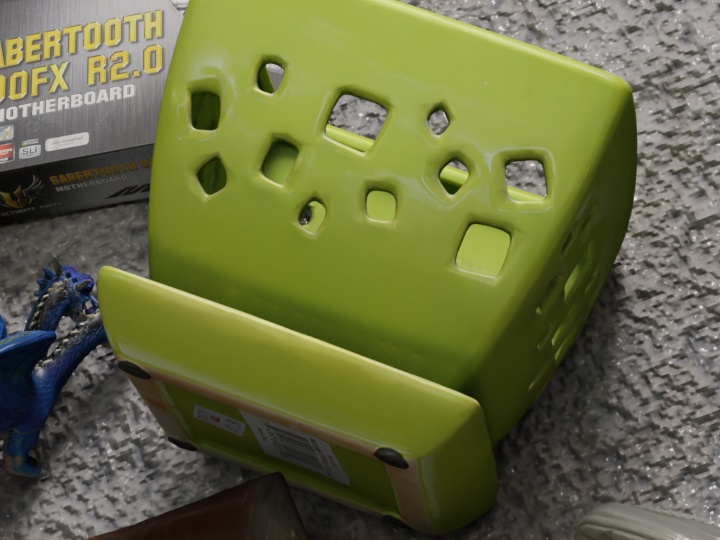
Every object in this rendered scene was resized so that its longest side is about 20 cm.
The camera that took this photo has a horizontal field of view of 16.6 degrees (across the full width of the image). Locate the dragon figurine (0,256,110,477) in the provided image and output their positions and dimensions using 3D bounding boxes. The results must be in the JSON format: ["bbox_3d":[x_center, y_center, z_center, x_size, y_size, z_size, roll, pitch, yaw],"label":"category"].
[{"bbox_3d":[-0.180,0.048,1.155,0.059,0.200,0.100,24,106,29],"label":"dragon figurine"}]

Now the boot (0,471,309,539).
[{"bbox_3d":[-0.113,0.183,1.074,0.199,0.064,0.187,-12,53,24],"label":"boot"}]

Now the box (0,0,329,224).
[{"bbox_3d":[-0.117,-0.114,1.291,0.199,0.048,0.159,-9,58,10],"label":"box"}]

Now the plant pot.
[{"bbox_3d":[0.000,0.000,1.086,0.198,0.200,0.182,19,74,11],"label":"plant pot"}]

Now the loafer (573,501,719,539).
[{"bbox_3d":[0.181,0.148,1.041,0.199,0.070,0.070,26,37,31],"label":"loafer"}]
